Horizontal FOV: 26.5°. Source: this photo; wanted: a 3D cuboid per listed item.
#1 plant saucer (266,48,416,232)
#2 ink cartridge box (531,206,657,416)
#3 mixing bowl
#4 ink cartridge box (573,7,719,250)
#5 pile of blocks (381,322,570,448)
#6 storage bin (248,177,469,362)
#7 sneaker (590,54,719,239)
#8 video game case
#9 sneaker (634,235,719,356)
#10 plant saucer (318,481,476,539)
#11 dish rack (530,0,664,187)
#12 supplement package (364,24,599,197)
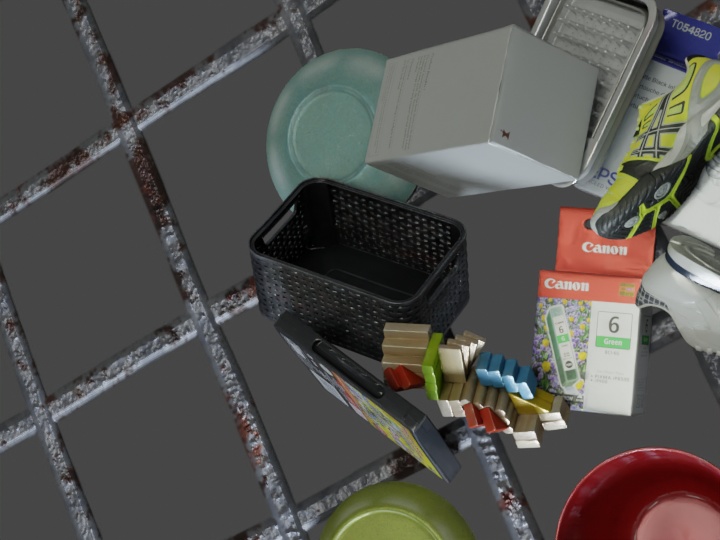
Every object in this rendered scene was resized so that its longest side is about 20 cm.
[{"bbox_3d":[-0.023,-0.143,1.645,0.200,0.039,0.203,-2,85,25],"label":"plant saucer"},{"bbox_3d":[0.230,0.038,1.504,0.108,0.050,0.202,5,89,26],"label":"ink cartridge box"},{"bbox_3d":[0.291,0.264,1.429,0.199,0.108,0.202,-2,86,25],"label":"mixing bowl"},{"bbox_3d":[0.333,-0.134,1.465,0.199,0.041,0.201,25,94,25],"label":"ink cartridge box"},{"bbox_3d":[0.107,0.113,1.457,0.199,0.062,0.082,20,136,0],"label":"pile of blocks"},{"bbox_3d":[0.000,0.000,1.558,0.199,0.135,0.094,20,138,25],"label":"storage bin"},{"bbox_3d":[0.283,-0.113,1.430,0.200,0.075,0.076,-47,60,1],"label":"sneaker"},{"bbox_3d":[0.011,0.128,1.527,0.180,0.200,0.026,36,80,23],"label":"video game case"},{"bbox_3d":[0.355,0.051,1.428,0.200,0.076,0.081,36,116,9],"label":"sneaker"},{"bbox_3d":[0.033,0.322,1.594,0.199,0.031,0.202,-2,85,26],"label":"plant saucer"},{"bbox_3d":[0.216,-0.185,1.500,0.172,0.043,0.201,36,104,56],"label":"dish rack"},{"bbox_3d":[0.115,-0.149,1.481,0.200,0.117,0.118,-3,70,56],"label":"supplement package"}]
